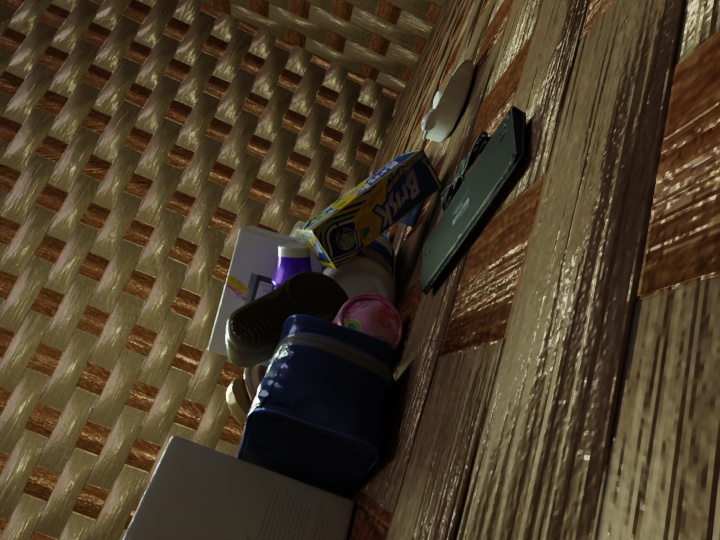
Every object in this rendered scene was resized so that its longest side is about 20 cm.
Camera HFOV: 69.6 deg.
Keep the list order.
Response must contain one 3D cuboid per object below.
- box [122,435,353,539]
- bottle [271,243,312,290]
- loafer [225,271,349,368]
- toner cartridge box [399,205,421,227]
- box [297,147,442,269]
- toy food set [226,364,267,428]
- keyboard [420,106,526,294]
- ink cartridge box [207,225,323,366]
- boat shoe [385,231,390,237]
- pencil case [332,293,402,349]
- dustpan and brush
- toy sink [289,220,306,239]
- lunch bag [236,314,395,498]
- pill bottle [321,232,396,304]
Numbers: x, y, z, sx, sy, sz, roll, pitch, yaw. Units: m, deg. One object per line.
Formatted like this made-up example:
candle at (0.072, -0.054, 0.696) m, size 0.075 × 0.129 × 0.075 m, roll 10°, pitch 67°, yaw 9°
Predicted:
box at (-0.128, 0.278, 0.537) m, size 0.153 × 0.198 × 0.107 m, roll 120°, pitch 171°, yaw -49°
bottle at (-0.097, 0.063, 0.753) m, size 0.084 × 0.064 × 0.203 m, roll -52°, pitch -35°, yaw -78°
loafer at (-0.092, 0.058, 0.638) m, size 0.199 × 0.076 × 0.068 m, roll -19°, pitch -25°, yaw -50°
toner cartridge box at (0.082, -0.140, 0.930) m, size 0.200 × 0.043 × 0.096 m, roll -96°, pitch 27°, yaw -79°
box at (0.015, -0.088, 0.722) m, size 0.199 × 0.065 × 0.070 m, roll -39°, pitch 18°, yaw -15°
toy food set at (-0.123, 0.232, 0.815) m, size 0.048 × 0.199 × 0.200 m, roll -38°, pitch 3°, yaw 2°
keyboard at (0.108, -0.074, 0.521) m, size 0.201 × 0.020 × 0.128 m, roll 119°, pitch 166°, yaw -48°
ink cartridge box at (-0.151, 0.040, 0.876) m, size 0.147 × 0.144 × 0.203 m, roll -131°, pitch 57°, yaw -82°
boat shoe at (0.011, -0.037, 1.109) m, size 0.199 × 0.065 × 0.075 m, roll 127°, pitch 164°, yaw -72°
pencil case at (-0.011, 0.109, 0.673) m, size 0.201 × 0.086 × 0.088 m, roll 118°, pitch 172°, yaw -54°
dustpan and brush at (0.127, -0.251, 0.816) m, size 0.201 × 0.057 × 0.141 m, roll -76°, pitch 9°, yaw -54°
toy sink at (-0.102, -0.014, 1.065) m, size 0.200 × 0.111 × 0.132 m, roll 89°, pitch -155°, yaw -79°
lunch bag at (-0.045, 0.148, 0.561) m, size 0.201 × 0.134 × 0.133 m, roll 116°, pitch 174°, yaw -48°
pill bottle at (0.000, 0.000, 0.814) m, size 0.200 × 0.114 × 0.117 m, roll -78°, pitch 12°, yaw -67°
